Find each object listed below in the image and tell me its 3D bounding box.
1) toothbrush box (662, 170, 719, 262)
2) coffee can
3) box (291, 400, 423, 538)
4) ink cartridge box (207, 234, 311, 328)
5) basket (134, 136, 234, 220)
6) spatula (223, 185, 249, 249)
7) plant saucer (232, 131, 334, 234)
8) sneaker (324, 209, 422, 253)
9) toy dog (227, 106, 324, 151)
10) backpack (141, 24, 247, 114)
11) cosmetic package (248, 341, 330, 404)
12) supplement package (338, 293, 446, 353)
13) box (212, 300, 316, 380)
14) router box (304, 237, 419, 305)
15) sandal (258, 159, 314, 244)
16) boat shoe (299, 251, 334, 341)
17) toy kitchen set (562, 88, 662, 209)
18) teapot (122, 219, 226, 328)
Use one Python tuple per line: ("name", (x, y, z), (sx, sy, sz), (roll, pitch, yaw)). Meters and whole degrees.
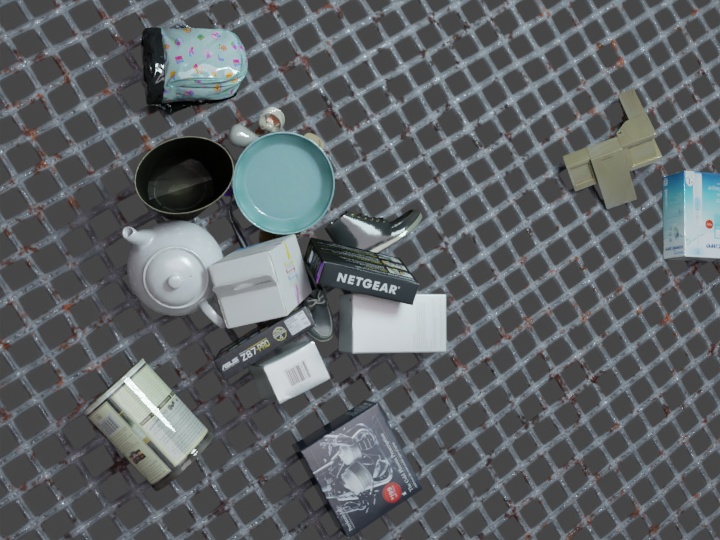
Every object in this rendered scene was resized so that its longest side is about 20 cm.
("toothbrush box", (0.791, -0.123, 1.960), (0.146, 0.085, 0.201), (3, 86, -15))
("coffee can", (-0.394, 0.286, 1.569), (0.146, 0.146, 0.200), (-42, 97, -14))
("box", (-0.007, 0.394, 1.688), (0.182, 0.104, 0.201), (-30, 93, -14))
("ink cartridge box", (-0.191, 0.022, 1.594), (0.128, 0.200, 0.126), (-14, 100, 15))
("basket", (-0.340, -0.161, 1.593), (0.180, 0.200, 0.137), (-21, 90, -17))
("spatula", (-0.257, -0.112, 1.698), (0.020, 0.057, 0.201), (-16, 98, 18))
("plant saucer", (-0.151, -0.172, 1.652), (0.199, 0.036, 0.201), (-1, 103, -5))
("sneaker", (0.029, -0.097, 1.752), (0.200, 0.075, 0.107), (-33, 97, -14))
("toy dog", (-0.167, -0.265, 1.701), (0.132, 0.097, 0.200), (-35, 131, 21))
("backpack", (-0.324, -0.401, 1.656), (0.199, 0.127, 0.168), (-3, 83, -19))
("cosmetic package", (-0.142, 0.194, 1.619), (0.112, 0.200, 0.081), (-25, 93, -18))
("supplement package", (0.063, 0.108, 1.723), (0.199, 0.120, 0.122), (1, 87, -15))
("box", (-0.181, 0.130, 1.614), (0.199, 0.161, 0.049), (-32, 93, -2))
("router box", (0.000, 0.000, 1.645), (0.199, 0.149, 0.051), (13, 107, -17))
("sandal", (-0.146, -0.132, 1.710), (0.080, 0.054, 0.201), (18, 102, -13))
("boat shoe", (-0.105, 0.052, 1.711), (0.073, 0.062, 0.201), (-23, 92, -16))
("toy kitchen set", (0.571, -0.268, 1.930), (0.199, 0.181, 0.163), (-20, 133, 15))
("teapot", (-0.345, 0.007, 1.585), (0.199, 0.146, 0.198), (1, 105, -14))
